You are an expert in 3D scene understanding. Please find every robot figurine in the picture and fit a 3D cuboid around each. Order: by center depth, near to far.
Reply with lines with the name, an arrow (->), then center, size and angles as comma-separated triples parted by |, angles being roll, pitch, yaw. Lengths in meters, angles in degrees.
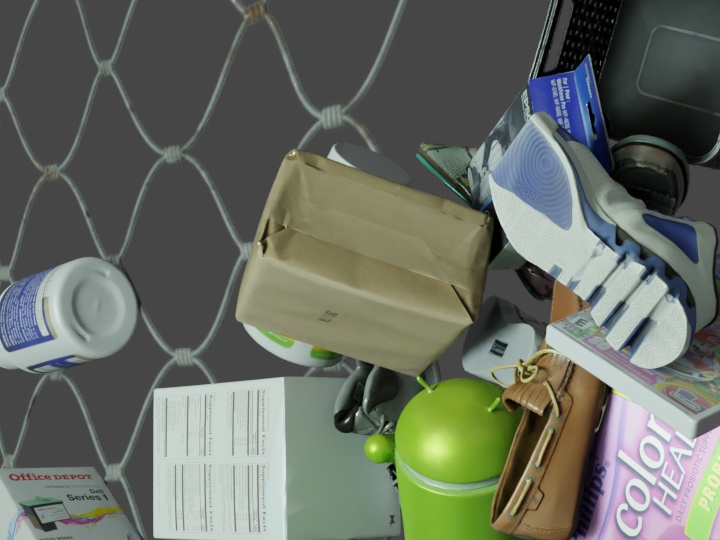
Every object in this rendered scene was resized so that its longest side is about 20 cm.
robot figurine -> 0.089, 0.178, 1.255 | 0.175, 0.116, 0.201 | 12, 127, 27

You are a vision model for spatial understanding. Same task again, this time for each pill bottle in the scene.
pill bottle -> -0.029, -0.017, 1.435 | 0.111, 0.111, 0.201 | 43, 117, 40
pill bottle -> -0.368, 0.060, 1.780 | 0.199, 0.119, 0.120 | -15, 76, 44

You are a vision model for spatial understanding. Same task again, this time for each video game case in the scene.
video game case -> 0.254, 0.047, 1.072 | 0.143, 0.199, 0.018 | 35, 133, 43

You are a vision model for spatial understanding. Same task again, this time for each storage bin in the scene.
storage bin -> 0.244, -0.163, 1.174 | 0.200, 0.093, 0.136 | 25, 104, 44

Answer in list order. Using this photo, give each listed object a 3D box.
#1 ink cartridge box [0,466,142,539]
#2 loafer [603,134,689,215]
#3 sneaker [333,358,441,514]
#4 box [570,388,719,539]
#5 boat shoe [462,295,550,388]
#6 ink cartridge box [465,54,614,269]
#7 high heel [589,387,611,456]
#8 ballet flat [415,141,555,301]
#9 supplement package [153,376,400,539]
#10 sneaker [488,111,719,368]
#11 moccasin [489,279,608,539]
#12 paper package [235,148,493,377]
ink cartridge box -> -0.337, 0.318, 1.703 | 0.200, 0.144, 0.084 | 46, 118, 39
loafer -> 0.206, -0.035, 1.158 | 0.200, 0.072, 0.063 | 101, -171, -68
sneaker -> 0.024, 0.165, 1.358 | 0.075, 0.115, 0.201 | -25, 68, 42
box -> 0.273, 0.163, 1.089 | 0.199, 0.096, 0.177 | 25, 105, 36
boat shoe -> 0.141, 0.071, 1.258 | 0.071, 0.070, 0.200 | -65, 12, 0
ink cartridge box -> 0.137, -0.082, 1.182 | 0.200, 0.039, 0.100 | 124, 141, -62
high heel -> 0.213, 0.072, 1.181 | 0.067, 0.096, 0.201 | 23, 103, 45
ballet flat -> 0.130, -0.060, 1.313 | 0.071, 0.069, 0.200 | -45, 58, 12
supplement package -> -0.083, 0.184, 1.443 | 0.199, 0.151, 0.152 | -9, 79, 46
sneaker -> 0.187, -0.021, 1.069 | 0.200, 0.115, 0.081 | 53, 127, 20
moccasin -> 0.138, 0.100, 1.119 | 0.074, 0.077, 0.202 | -174, 98, -78
paper package -> 0.000, 0.000, 1.266 | 0.200, 0.190, 0.104 | 123, 165, -70
